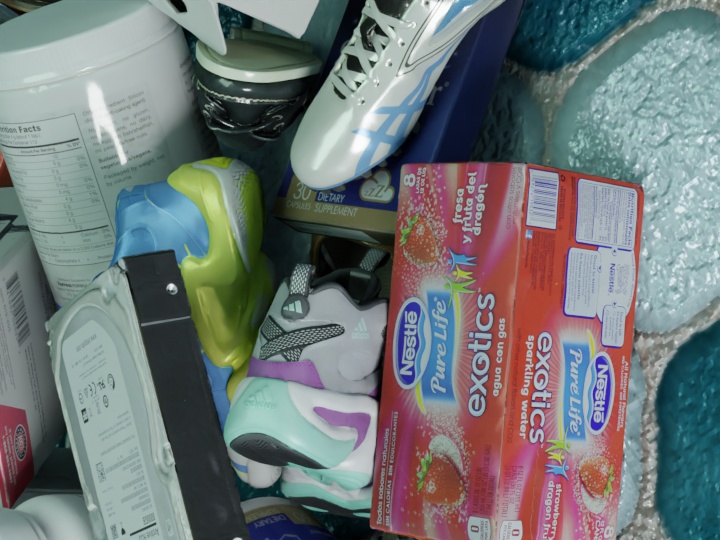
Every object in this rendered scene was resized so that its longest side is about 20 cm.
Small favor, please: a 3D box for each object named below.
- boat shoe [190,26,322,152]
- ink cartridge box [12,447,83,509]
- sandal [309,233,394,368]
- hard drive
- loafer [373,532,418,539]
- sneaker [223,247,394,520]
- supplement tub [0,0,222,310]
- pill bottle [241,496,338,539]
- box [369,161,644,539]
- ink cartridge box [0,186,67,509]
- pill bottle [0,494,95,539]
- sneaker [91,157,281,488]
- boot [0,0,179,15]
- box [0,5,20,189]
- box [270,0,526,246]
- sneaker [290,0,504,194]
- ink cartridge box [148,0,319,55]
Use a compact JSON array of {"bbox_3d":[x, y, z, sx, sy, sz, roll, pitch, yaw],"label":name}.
[{"bbox_3d":[-0.066,-0.105,1.187,0.199,0.074,0.066,-104,25,-78],"label":"boat shoe"},{"bbox_3d":[-0.251,0.222,1.347,0.084,0.144,0.200,29,106,45],"label":"ink cartridge box"},{"bbox_3d":[0.000,0.000,1.174,0.082,0.055,0.200,-30,64,40],"label":"sandal"},{"bbox_3d":[-0.116,0.103,1.080,0.140,0.038,0.200,-31,72,59],"label":"hard drive"},{"bbox_3d":[0.082,0.206,1.064,0.063,0.072,0.200,-43,61,11],"label":"loafer"},{"bbox_3d":[-0.005,0.057,1.095,0.078,0.200,0.140,9,72,17],"label":"sneaker"},{"bbox_3d":[-0.151,-0.064,1.235,0.132,0.132,0.200,6,119,47],"label":"supplement tub"},{"bbox_3d":[-0.019,0.229,1.118,0.200,0.120,0.120,39,113,41],"label":"pill bottle"},{"bbox_3d":[0.078,0.046,1.052,0.095,0.100,0.200,3,87,47],"label":"box"},{"bbox_3d":[-0.240,0.046,1.276,0.084,0.200,0.145,-1,112,12],"label":"ink cartridge box"},{"bbox_3d":[-0.157,0.194,1.210,0.113,0.200,0.114,-8,79,46],"label":"pill bottle"},{"bbox_3d":[-0.098,0.032,1.171,0.105,0.076,0.200,-3,102,15],"label":"sneaker"},{"bbox_3d":[-0.191,-0.213,1.405,0.200,0.075,0.097,24,90,38],"label":"boot"},{"bbox_3d":[-0.262,-0.123,1.435,0.200,0.103,0.095,37,112,42],"label":"box"},{"bbox_3d":[0.028,-0.113,1.138,0.121,0.032,0.200,9,74,47],"label":"box"},{"bbox_3d":[0.020,-0.131,1.077,0.200,0.072,0.072,-52,44,11],"label":"sneaker"},{"bbox_3d":[-0.077,-0.233,1.103,0.129,0.125,0.200,38,105,49],"label":"ink cartridge box"}]
